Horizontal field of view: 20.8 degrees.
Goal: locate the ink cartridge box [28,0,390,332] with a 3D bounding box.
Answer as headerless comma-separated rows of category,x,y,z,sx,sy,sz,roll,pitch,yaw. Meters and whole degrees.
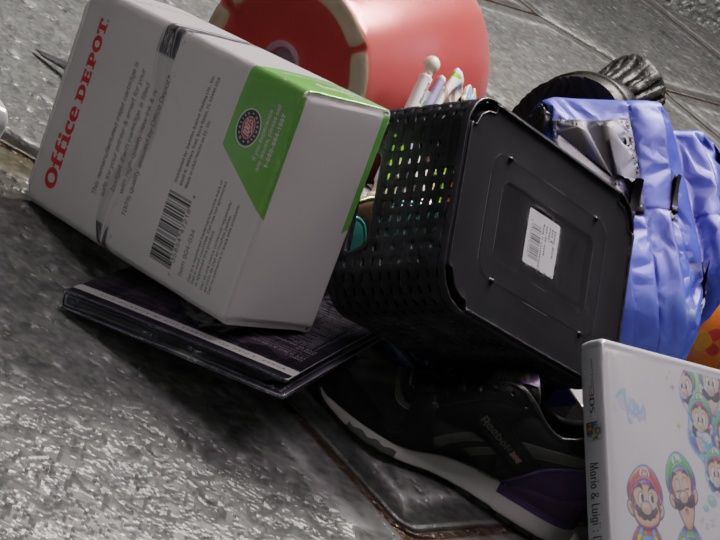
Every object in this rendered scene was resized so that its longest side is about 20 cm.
ink cartridge box,-0.097,-0.070,1.199,0.200,0.146,0.084,30,15,38

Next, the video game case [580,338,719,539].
video game case,0.215,0.149,1.244,0.199,0.024,0.183,15,67,-40

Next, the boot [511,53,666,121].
boot,0.198,-0.128,1.589,0.157,0.211,0.080,-23,91,-28

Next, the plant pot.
plant pot,-0.021,-0.160,1.507,0.200,0.201,0.177,39,21,17

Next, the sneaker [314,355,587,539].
sneaker,0.069,0.086,1.236,0.199,0.088,0.076,29,20,-10

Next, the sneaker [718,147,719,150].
sneaker,0.304,-0.012,1.692,0.075,0.201,0.079,19,3,31

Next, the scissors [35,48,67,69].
scissors,-0.152,-0.122,1.451,0.073,0.014,0.200,-37,62,-27

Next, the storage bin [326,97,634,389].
storage bin,0.081,-0.012,1.245,0.093,0.136,0.200,-3,-21,38

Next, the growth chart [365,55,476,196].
growth chart,0.060,-0.080,1.487,0.018,0.145,0.200,16,-13,24

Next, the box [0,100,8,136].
box,-0.312,-0.072,0.900,0.198,0.172,0.200,11,29,-47

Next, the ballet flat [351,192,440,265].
ballet flat,-0.005,-0.022,1.304,0.199,0.071,0.071,3,34,-37

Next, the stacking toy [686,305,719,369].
stacking toy,0.190,0.036,1.539,0.199,0.147,0.146,3,30,-20

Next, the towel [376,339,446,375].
towel,0.000,0.000,1.392,0.200,0.049,0.112,38,21,16

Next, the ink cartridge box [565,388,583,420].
ink cartridge box,0.207,0.144,1.342,0.199,0.067,0.116,19,25,-35

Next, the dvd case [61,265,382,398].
dvd case,-0.074,0.026,1.211,0.148,0.016,0.200,21,16,16

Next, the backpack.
backpack,0.186,-0.006,1.414,0.167,0.163,0.201,1,64,-3
